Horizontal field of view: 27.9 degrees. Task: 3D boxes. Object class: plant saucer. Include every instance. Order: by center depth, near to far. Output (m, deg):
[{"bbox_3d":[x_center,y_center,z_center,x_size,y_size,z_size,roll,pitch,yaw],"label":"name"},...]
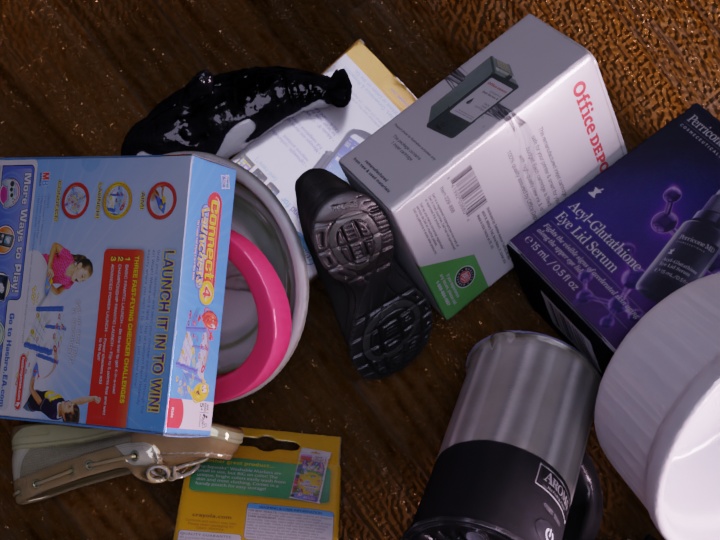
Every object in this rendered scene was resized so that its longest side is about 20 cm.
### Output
[{"bbox_3d":[-0.121,0.003,1.159,0.199,0.050,0.202,5,102,25],"label":"plant saucer"}]

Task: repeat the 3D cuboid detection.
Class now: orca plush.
[{"bbox_3d":[-0.108,-0.128,1.162,0.198,0.071,0.106,-6,62,16],"label":"orca plush"}]

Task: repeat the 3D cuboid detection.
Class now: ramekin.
[{"bbox_3d":[0.268,0.098,1.064,0.200,0.201,0.098,-36,44,-7],"label":"ramekin"}]

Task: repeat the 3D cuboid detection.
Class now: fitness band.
[{"bbox_3d":[-0.144,0.038,1.131,0.199,0.037,0.145,-16,95,29],"label":"fitness band"}]

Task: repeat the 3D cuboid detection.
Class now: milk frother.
[{"bbox_3d":[0.081,0.174,1.142,0.199,0.181,0.189,2,44,24],"label":"milk frother"}]

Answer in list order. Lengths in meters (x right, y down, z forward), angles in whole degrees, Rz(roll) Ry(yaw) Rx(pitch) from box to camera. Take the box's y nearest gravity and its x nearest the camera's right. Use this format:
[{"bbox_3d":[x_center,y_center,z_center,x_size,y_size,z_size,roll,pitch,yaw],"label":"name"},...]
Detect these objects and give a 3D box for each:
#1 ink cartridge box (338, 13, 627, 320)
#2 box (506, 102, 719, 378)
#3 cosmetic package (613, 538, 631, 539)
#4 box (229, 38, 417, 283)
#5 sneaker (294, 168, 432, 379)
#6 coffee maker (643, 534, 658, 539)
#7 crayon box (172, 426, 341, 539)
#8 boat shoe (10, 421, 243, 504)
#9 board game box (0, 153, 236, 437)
[{"bbox_3d":[0.103,-0.082,1.155,0.200,0.146,0.084,-38,47,-8],"label":"ink cartridge box"},{"bbox_3d":[0.244,-0.010,1.148,0.200,0.105,0.148,-37,49,-6],"label":"box"},{"bbox_3d":[0.177,0.312,1.139,0.200,0.107,0.090,-44,87,-6],"label":"cosmetic package"},{"bbox_3d":[-0.032,-0.080,1.205,0.200,0.041,0.119,-43,88,-5],"label":"box"},{"bbox_3d":[0.000,0.000,1.151,0.076,0.091,0.201,-24,129,-10],"label":"sneaker"},{"bbox_3d":[0.359,0.182,1.151,0.191,0.135,0.201,29,82,1],"label":"coffee maker"},{"bbox_3d":[-0.080,0.207,1.120,0.125,0.201,0.052,6,125,-3],"label":"crayon box"},{"bbox_3d":[-0.183,0.147,1.127,0.199,0.073,0.064,-4,79,18],"label":"boat shoe"},{"bbox_3d":[-0.195,0.017,1.083,0.195,0.056,0.202,2,83,31],"label":"board game box"}]
